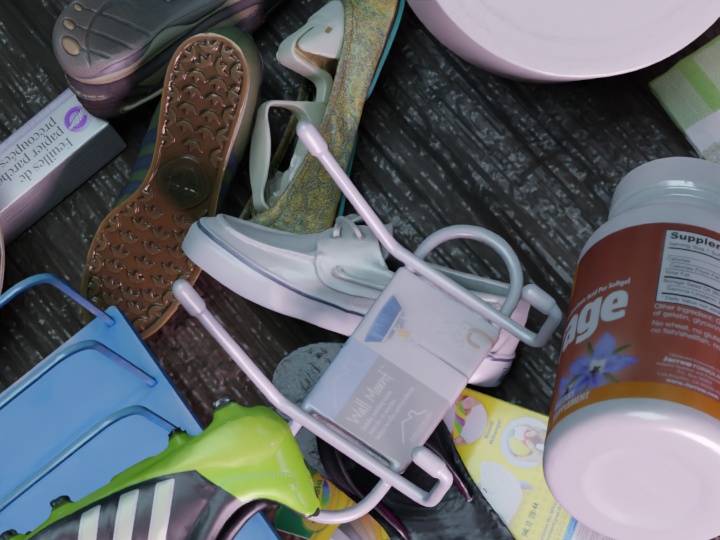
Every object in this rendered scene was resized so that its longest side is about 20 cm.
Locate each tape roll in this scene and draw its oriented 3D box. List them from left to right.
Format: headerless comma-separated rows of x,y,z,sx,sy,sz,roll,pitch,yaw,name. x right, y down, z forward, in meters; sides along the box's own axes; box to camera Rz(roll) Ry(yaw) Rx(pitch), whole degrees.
0.116,-0.207,1.241,0.202,0.139,0.204,0,94,-4,tape roll

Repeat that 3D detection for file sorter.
-0.153,0.123,1.193,0.139,0.123,0.200,-38,68,3,file sorter

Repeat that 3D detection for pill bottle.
0.164,0.038,1.176,0.112,0.112,0.200,3,47,13,pill bottle

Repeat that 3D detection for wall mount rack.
0.003,0.025,1.162,0.173,0.075,0.200,33,65,6,wall mount rack

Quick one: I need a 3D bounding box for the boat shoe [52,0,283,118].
-0.103,-0.162,1.352,0.200,0.073,0.075,-32,60,-22,boat shoe

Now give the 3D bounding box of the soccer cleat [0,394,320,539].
-0.113,0.140,1.080,0.200,0.068,0.081,-32,81,4,soccer cleat

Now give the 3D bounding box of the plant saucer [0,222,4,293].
-0.311,-0.007,1.307,0.199,0.034,0.201,0,89,-6,plant saucer

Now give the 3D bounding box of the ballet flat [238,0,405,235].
-0.026,-0.102,1.310,0.070,0.071,0.201,12,78,16,ballet flat

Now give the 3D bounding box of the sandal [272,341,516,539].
0.024,0.110,1.195,0.075,0.048,0.201,-41,69,-2,sandal

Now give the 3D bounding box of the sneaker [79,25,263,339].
-0.104,-0.055,1.319,0.067,0.090,0.201,23,108,3,sneaker

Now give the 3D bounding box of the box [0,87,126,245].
-0.235,-0.034,1.355,0.200,0.041,0.039,-40,69,-1,box

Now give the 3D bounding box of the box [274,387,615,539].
0.061,0.129,1.231,0.199,0.048,0.118,19,78,15,box

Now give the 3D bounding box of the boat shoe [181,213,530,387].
0.000,0.000,1.250,0.199,0.074,0.066,21,104,-7,boat shoe

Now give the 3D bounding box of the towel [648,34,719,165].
0.279,-0.070,1.262,0.149,0.031,0.200,-32,66,-2,towel
